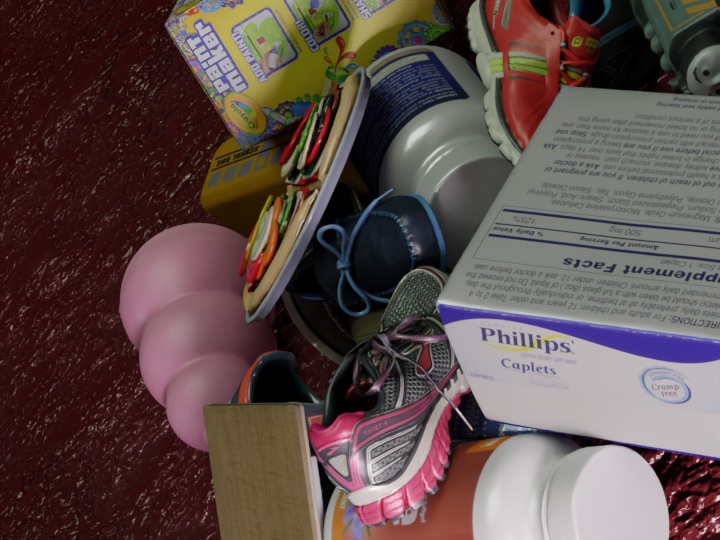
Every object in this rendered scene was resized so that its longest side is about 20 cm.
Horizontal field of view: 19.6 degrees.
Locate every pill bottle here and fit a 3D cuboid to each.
[{"bbox_3d":[0.064,-0.076,1.487,0.120,0.120,0.200,-46,26,9],"label":"pill bottle"},{"bbox_3d":[0.081,0.156,1.248,0.200,0.112,0.112,-14,47,45],"label":"pill bottle"}]

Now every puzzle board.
[{"bbox_3d":[-0.054,0.185,1.351,0.151,0.017,0.200,-8,91,63],"label":"puzzle board"}]

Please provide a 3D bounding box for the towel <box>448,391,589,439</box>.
[{"bbox_3d":[0.157,0.044,1.289,0.200,0.024,0.145,-2,55,24],"label":"towel"}]

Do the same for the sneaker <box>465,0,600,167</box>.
[{"bbox_3d":[0.128,-0.130,1.396,0.085,0.077,0.200,-39,51,31],"label":"sneaker"}]

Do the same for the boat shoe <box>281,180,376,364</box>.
[{"bbox_3d":[-0.019,-0.001,1.578,0.060,0.072,0.202,-45,28,19],"label":"boat shoe"}]

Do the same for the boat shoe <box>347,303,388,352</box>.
[{"bbox_3d":[0.076,0.041,1.431,0.200,0.063,0.073,-14,4,40],"label":"boat shoe"}]

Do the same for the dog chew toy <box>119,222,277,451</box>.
[{"bbox_3d":[-0.119,0.057,1.609,0.124,0.124,0.200,-38,42,21],"label":"dog chew toy"}]

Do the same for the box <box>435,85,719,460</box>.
[{"bbox_3d":[0.175,-0.003,1.210,0.184,0.105,0.200,7,47,31],"label":"box"}]

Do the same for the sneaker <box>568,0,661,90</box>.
[{"bbox_3d":[0.157,-0.124,1.468,0.073,0.082,0.200,-15,48,40],"label":"sneaker"}]

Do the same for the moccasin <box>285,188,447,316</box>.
[{"bbox_3d":[0.000,0.000,1.424,0.200,0.068,0.081,144,109,-68],"label":"moccasin"}]

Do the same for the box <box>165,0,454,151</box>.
[{"bbox_3d":[-0.039,-0.212,1.680,0.192,0.122,0.200,-30,14,7],"label":"box"}]

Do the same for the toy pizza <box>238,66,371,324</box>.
[{"bbox_3d":[-0.047,-0.057,1.481,0.200,0.032,0.200,-156,90,-82],"label":"toy pizza"}]

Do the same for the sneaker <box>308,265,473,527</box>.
[{"bbox_3d":[0.025,0.061,1.264,0.081,0.075,0.200,-26,27,29],"label":"sneaker"}]

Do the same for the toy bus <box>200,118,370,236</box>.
[{"bbox_3d":[-0.039,-0.092,1.704,0.200,0.065,0.078,-17,45,43],"label":"toy bus"}]

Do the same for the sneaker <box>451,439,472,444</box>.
[{"bbox_3d":[0.054,0.101,1.394,0.200,0.077,0.085,-22,51,50],"label":"sneaker"}]

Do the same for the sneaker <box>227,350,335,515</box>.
[{"bbox_3d":[-0.027,0.134,1.382,0.200,0.075,0.085,49,134,33],"label":"sneaker"}]

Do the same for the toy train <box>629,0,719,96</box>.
[{"bbox_3d":[0.243,-0.179,1.391,0.114,0.085,0.200,-32,29,14],"label":"toy train"}]
